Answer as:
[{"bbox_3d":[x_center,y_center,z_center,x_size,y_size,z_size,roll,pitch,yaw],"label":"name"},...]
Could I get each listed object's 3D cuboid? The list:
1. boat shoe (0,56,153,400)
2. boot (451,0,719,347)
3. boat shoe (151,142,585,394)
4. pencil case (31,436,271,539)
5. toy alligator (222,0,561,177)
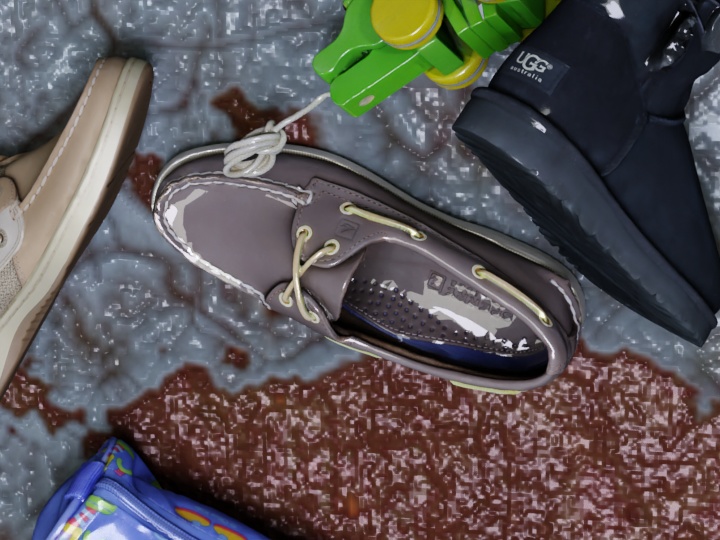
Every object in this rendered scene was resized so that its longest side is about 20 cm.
[{"bbox_3d":[-0.155,-0.016,1.236,0.064,0.071,0.200,30,112,-2],"label":"boat shoe"},{"bbox_3d":[0.136,-0.076,1.155,0.076,0.200,0.168,32,82,40],"label":"boot"},{"bbox_3d":[0.000,0.000,1.221,0.199,0.060,0.072,21,111,2],"label":"boat shoe"},{"bbox_3d":[-0.054,0.151,1.271,0.199,0.078,0.087,29,140,-1],"label":"pencil case"},{"bbox_3d":[0.020,-0.106,1.188,0.199,0.059,0.054,-27,62,16],"label":"toy alligator"}]
